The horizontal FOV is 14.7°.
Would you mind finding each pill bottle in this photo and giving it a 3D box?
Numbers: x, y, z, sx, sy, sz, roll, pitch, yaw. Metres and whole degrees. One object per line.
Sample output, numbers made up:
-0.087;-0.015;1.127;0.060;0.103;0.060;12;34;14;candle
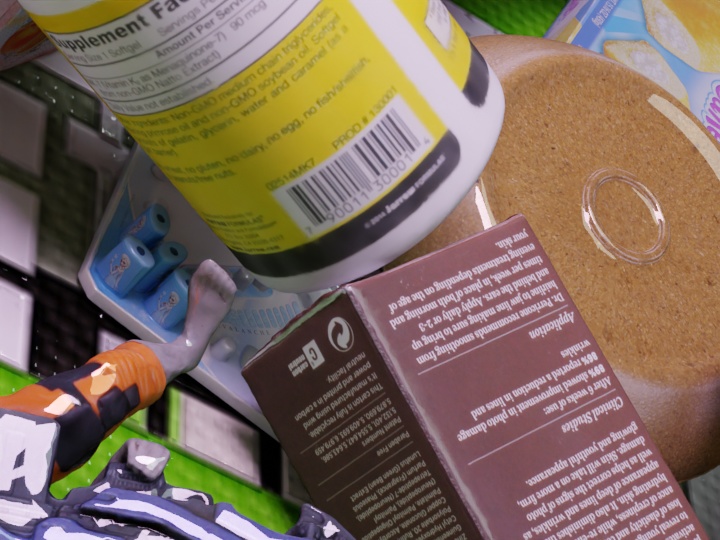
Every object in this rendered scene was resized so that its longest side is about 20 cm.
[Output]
-0.048;-0.098;0.944;0.200;0.114;0.115;51;28;-28;pill bottle

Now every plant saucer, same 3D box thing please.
0.095;-0.014;1.095;0.199;0.035;0.201;18;55;-27;plant saucer

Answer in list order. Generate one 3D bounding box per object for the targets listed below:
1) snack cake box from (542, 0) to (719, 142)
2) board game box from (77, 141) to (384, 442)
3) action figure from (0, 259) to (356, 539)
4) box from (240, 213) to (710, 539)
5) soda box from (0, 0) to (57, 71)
0.130;-0.070;1.253;0.115;0.067;0.200;43;34;-5;snack cake box
0.000;0.000;1.069;0.200;0.026;0.200;37;34;-15;board game box
-0.091;0.075;0.822;0.199;0.105;0.194;17;42;0;action figure
0.056;0.091;0.963;0.100;0.075;0.201;-21;77;-44;box
-0.100;-0.134;1.062;0.068;0.064;0.200;51;32;6;soda box
